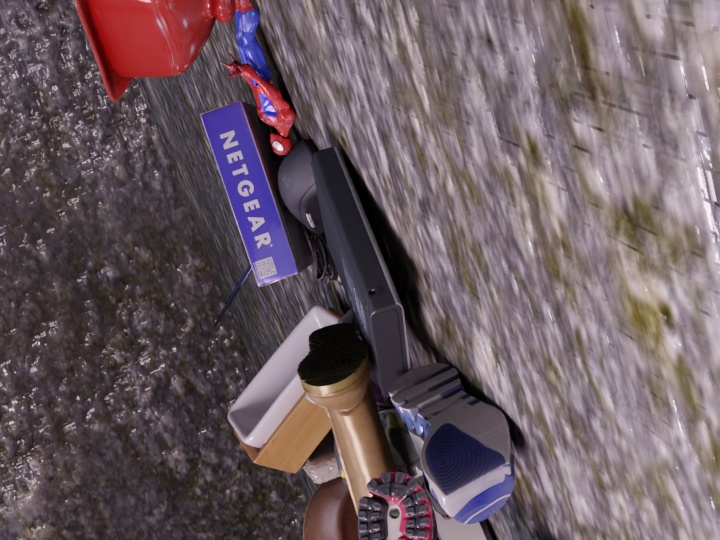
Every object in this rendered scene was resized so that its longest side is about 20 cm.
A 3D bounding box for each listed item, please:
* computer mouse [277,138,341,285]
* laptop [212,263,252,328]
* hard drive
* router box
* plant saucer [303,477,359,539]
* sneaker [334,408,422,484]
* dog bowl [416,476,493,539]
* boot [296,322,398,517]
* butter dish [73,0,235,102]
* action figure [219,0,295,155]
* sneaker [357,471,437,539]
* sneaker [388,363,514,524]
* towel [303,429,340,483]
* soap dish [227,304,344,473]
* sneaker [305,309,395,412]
[{"bbox_3d":[-0.055,-0.052,1.314,0.200,0.046,0.141,105,142,-74],"label":"computer mouse"},{"bbox_3d":[-0.163,-0.061,1.525,0.177,0.103,0.201,-75,-35,-70],"label":"laptop"},{"bbox_3d":[0.000,0.000,1.121,0.140,0.033,0.201,80,171,-52],"label":"hard drive"},{"bbox_3d":[-0.115,-0.090,1.369,0.179,0.049,0.201,-46,-63,-85],"label":"router box"},{"bbox_3d":[0.030,0.315,1.385,0.037,0.200,0.201,-48,62,45],"label":"plant saucer"},{"bbox_3d":[0.046,0.181,1.270,0.200,0.084,0.075,-22,82,58],"label":"sneaker"},{"bbox_3d":[0.084,0.307,1.276,0.200,0.073,0.201,163,90,-76],"label":"dog bowl"},{"bbox_3d":[0.002,0.164,1.129,0.175,0.066,0.201,-77,-28,-76],"label":"boot"},{"bbox_3d":[-0.206,-0.303,1.301,0.200,0.147,0.201,85,-160,-59],"label":"butter dish"},{"bbox_3d":[-0.113,-0.216,1.261,0.201,0.051,0.065,68,166,-20],"label":"action figure"},{"bbox_3d":[0.040,0.273,0.994,0.075,0.080,0.201,45,-133,-66],"label":"sneaker"},{"bbox_3d":[0.092,0.167,1.018,0.200,0.080,0.116,-121,7,-67],"label":"sneaker"},{"bbox_3d":[-0.018,0.213,1.476,0.200,0.132,0.035,-158,48,-76],"label":"towel"},{"bbox_3d":[-0.068,0.143,1.444,0.081,0.200,0.157,39,175,-16],"label":"soap dish"},{"bbox_3d":[0.012,0.099,1.299,0.072,0.115,0.200,18,178,16],"label":"sneaker"}]
